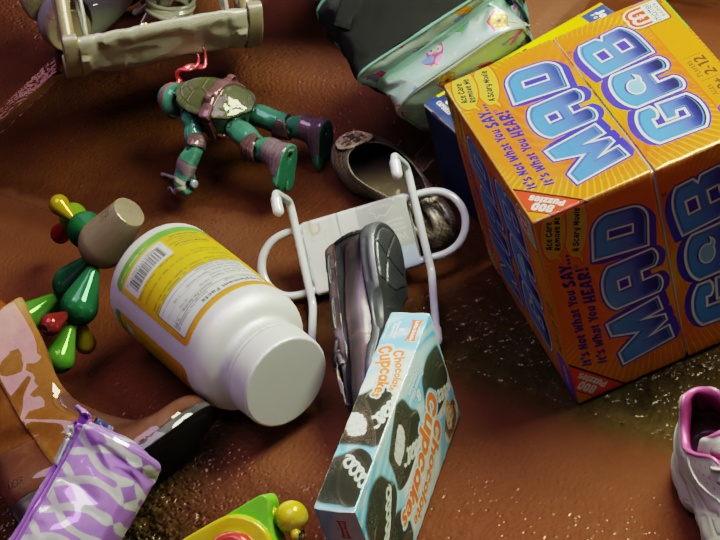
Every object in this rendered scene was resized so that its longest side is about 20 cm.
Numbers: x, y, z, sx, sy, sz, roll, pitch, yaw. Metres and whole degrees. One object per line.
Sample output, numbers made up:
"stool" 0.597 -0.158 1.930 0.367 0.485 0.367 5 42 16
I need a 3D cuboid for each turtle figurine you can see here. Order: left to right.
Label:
"turtle figurine" -0.133 -0.138 1.867 0.199 0.101 0.150 19 53 28

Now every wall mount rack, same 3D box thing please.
"wall mount rack" 0.000 0.000 1.676 0.198 0.075 0.176 -16 78 13

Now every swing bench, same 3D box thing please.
"swing bench" -0.214 -0.289 1.951 0.197 0.130 0.202 -10 66 -9

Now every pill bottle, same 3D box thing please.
"pill bottle" -0.118 0.049 1.638 0.111 0.112 0.200 -35 43 -19

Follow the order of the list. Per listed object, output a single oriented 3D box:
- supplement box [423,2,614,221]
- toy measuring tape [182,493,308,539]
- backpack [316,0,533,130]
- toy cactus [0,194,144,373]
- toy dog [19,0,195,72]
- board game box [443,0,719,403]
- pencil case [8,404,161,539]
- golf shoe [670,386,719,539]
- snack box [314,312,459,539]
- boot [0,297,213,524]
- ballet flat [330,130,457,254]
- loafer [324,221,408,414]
"supplement box" 0.174 -0.132 1.729 0.199 0.110 0.109 -30 42 -14
"toy measuring tape" -0.121 0.238 1.477 0.199 0.074 0.074 -31 39 11
"backpack" 0.076 -0.224 1.804 0.175 0.200 0.154 -36 82 11
"toy cactus" -0.254 -0.009 1.724 0.165 0.102 0.201 -46 21 34
"toy dog" -0.266 -0.268 2.083 0.198 0.097 0.133 -2 38 -3
"board game box" 0.210 -0.060 1.566 0.198 0.201 0.201 -23 41 -5
"pencil case" -0.232 0.207 1.485 0.084 0.085 0.201 10 67 52
"golf shoe" 0.269 0.167 1.379 0.075 0.092 0.201 -20 42 -4
"snack box" 0.024 0.143 1.476 0.037 0.117 0.201 2 45 22
"boot" -0.242 0.105 1.620 0.188 0.069 0.201 -36 62 -2
"ballet flat" 0.029 -0.083 1.778 0.067 0.047 0.200 -27 41 -11
"loafer" 0.003 0.060 1.595 0.062 0.072 0.202 -15 63 29
